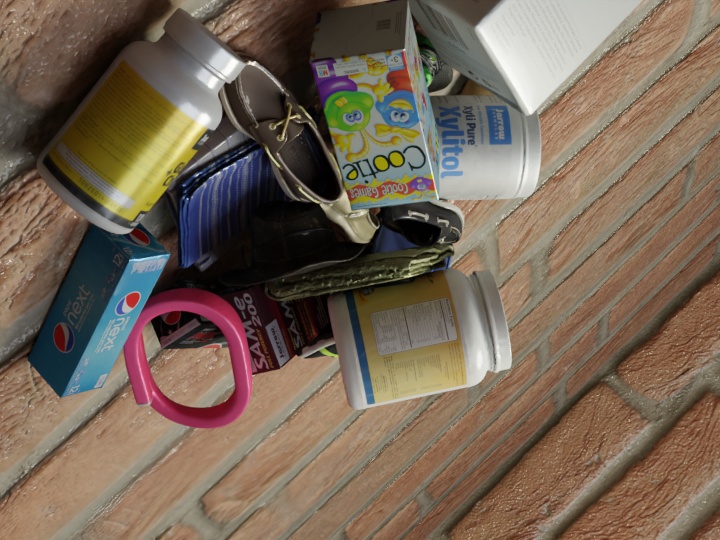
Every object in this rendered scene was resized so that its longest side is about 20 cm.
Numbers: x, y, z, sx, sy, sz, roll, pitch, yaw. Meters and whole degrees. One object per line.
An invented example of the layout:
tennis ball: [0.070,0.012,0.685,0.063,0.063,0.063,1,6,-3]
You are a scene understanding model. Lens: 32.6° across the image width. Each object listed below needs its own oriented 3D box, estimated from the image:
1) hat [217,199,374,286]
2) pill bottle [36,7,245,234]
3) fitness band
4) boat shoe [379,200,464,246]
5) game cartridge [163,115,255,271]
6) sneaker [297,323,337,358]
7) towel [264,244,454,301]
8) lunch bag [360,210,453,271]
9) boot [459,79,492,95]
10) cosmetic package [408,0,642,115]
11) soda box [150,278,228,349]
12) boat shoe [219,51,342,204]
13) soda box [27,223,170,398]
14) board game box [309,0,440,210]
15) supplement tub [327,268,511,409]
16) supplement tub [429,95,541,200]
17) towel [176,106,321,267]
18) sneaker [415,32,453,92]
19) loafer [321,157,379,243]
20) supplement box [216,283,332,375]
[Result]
hat: [-0.081,-0.041,1.410,0.200,0.081,0.201,-14,-173,2]
pill bottle: [-0.200,-0.140,1.144,0.200,0.112,0.112,-49,157,7]
fitness band: [-0.201,0.107,1.440,0.037,0.143,0.200,-84,170,-54]
boat shoe: [0.076,-0.059,1.500,0.074,0.061,0.200,-11,160,19]
game cartridge: [-0.158,-0.092,1.396,0.130,0.038,0.200,-44,157,-18]
sneaker: [0.015,0.097,1.576,0.199,0.083,0.072,-16,-170,9]
towel: [0.000,0.000,1.459,0.199,0.037,0.148,-11,180,26]
lunch bag: [0.047,0.032,1.693,0.136,0.132,0.200,-46,-158,52]
boot: [0.108,-0.194,1.646,0.200,0.066,0.175,-28,150,-34]
cosmetic package: [0.177,-0.321,1.381,0.200,0.167,0.166,-45,137,-2]
soda box: [-0.177,0.056,1.537,0.071,0.063,0.200,-32,163,24]
boat shoe: [-0.081,-0.148,1.307,0.072,0.059,0.200,-47,129,-20]
soda box: [-0.287,0.041,1.342,0.064,0.068,0.200,-11,138,-55]
board game box: [0.020,-0.178,1.345,0.103,0.105,0.200,-7,131,11]
supplement tub: [0.069,0.078,1.472,0.199,0.145,0.145,-12,151,-2]
supplement tub: [0.112,-0.153,1.531,0.199,0.132,0.132,-2,144,-8]
towel: [-0.125,-0.091,1.386,0.200,0.024,0.145,-34,155,-28]
sneaker: [0.057,-0.234,1.467,0.200,0.085,0.078,-5,133,-58]
loafer: [-0.016,-0.090,1.586,0.068,0.076,0.200,-43,157,7]
supplement box: [-0.098,0.042,1.539,0.061,0.109,0.200,-14,-166,27]
